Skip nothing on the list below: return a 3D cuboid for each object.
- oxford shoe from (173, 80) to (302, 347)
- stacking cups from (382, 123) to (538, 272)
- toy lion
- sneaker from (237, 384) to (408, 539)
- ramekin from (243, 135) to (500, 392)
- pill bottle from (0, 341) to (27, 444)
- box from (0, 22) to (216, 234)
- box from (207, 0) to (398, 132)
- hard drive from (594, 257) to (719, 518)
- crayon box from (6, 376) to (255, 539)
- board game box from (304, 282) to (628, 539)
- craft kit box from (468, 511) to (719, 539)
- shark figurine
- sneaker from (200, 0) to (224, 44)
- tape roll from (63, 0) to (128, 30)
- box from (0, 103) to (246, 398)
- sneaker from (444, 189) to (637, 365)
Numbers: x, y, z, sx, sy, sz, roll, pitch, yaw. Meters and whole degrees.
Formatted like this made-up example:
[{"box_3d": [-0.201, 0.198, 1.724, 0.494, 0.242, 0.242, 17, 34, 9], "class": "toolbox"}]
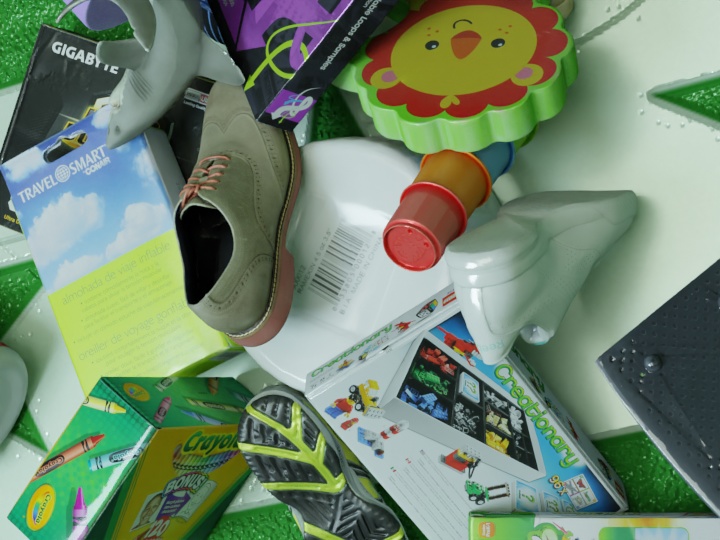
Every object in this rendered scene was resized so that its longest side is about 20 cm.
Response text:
[{"box_3d": [-0.086, -0.053, 1.184, 0.070, 0.075, 0.200, -22, 59, 29], "class": "oxford shoe"}, {"box_3d": [0.069, -0.070, 1.175, 0.060, 0.200, 0.061, 18, 136, 18], "class": "stacking cups"}, {"box_3d": [0.051, -0.154, 1.195, 0.200, 0.069, 0.192, 6, 49, 22], "class": "toy lion"}, {"box_3d": [-0.013, 0.163, 1.253, 0.075, 0.076, 0.200, -25, 102, 12], "class": "sneaker"}, {"box_3d": [0.000, 0.000, 1.246, 0.200, 0.098, 0.201, -1, 87, 21], "class": "ramekin"}, {"box_3d": [-0.366, 0.066, 1.377, 0.200, 0.116, 0.116, 30, 98, 21], "class": "pill bottle"}, {"box_3d": [-0.174, -0.082, 1.346, 0.200, 0.049, 0.160, 21, 97, 21], "class": "box"}, {"box_3d": [-0.023, -0.211, 1.178, 0.200, 0.036, 0.143, -47, 48, 29], "class": "box"}, {"box_3d": [0.260, 0.099, 1.144, 0.135, 0.042, 0.200, -38, 72, -10], "class": "hard drive"}, {"box_3d": [-0.144, 0.137, 1.240, 0.058, 0.200, 0.119, 38, 101, 20], "class": "crayon box"}, {"box_3d": [0.072, 0.114, 1.187, 0.126, 0.035, 0.200, -32, 113, 16], "class": "board game box"}, {"box_3d": [0.168, 0.258, 1.164, 0.197, 0.049, 0.200, 1, 87, -1], "class": "craft kit box"}, {"box_3d": [-0.117, -0.151, 1.172, 0.089, 0.215, 0.128, 38, 75, 8], "class": "shark figurine"}, {"box_3d": [-0.099, -0.204, 1.317, 0.200, 0.078, 0.070, 28, 95, -1], "class": "sneaker"}, {"box_3d": [-0.127, -0.250, 1.175, 0.200, 0.200, 0.066, -44, 88, 14], "class": "tape roll"}, {"box_3d": [-0.172, -0.010, 1.289, 0.122, 0.048, 0.200, -27, 78, 18], "class": "box"}, {"box_3d": [0.120, 0.002, 1.159, 0.075, 0.200, 0.089, 0, 107, 37], "class": "sneaker"}]
